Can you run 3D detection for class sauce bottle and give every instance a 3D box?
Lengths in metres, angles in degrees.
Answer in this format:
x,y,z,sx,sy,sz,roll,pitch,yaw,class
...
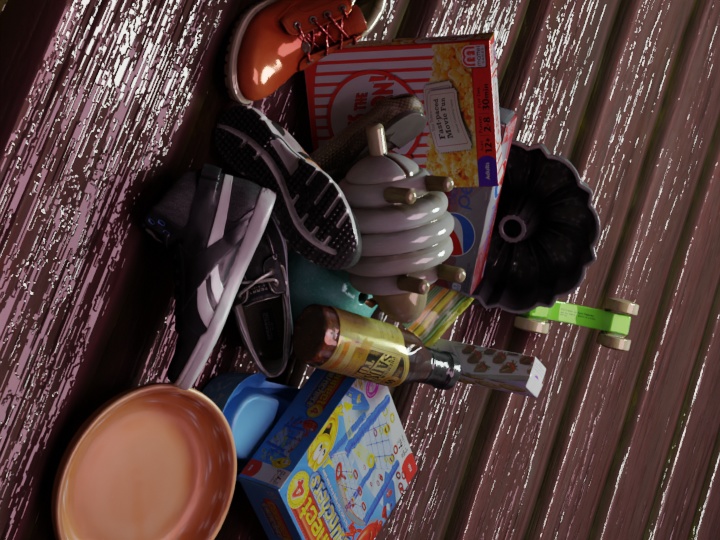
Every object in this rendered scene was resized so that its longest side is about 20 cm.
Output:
x,y,z,sx,sy,sz,roll,pitch,yaw,class
0.022,0.085,1.341,0.198,0.066,0.067,17,87,-35,sauce bottle

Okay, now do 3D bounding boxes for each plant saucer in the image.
x,y,z,sx,sy,sz,roll,pitch,yaw,class
-0.205,0.202,1.220,0.198,0.037,0.204,-13,110,-40,plant saucer

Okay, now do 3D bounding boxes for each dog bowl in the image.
x,y,z,sx,sy,sz,roll,pitch,yaw,class
-0.105,0.167,1.370,0.199,0.049,0.113,26,79,-54,dog bowl

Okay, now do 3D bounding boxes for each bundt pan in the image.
x,y,z,sx,sy,sz,roll,pitch,yaw,class
0.181,-0.058,1.492,0.076,0.199,0.205,-46,138,-66,bundt pan

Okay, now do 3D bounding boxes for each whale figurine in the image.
x,y,z,sx,sy,sz,roll,pitch,yaw,class
0.000,0.000,1.395,0.198,0.103,0.161,-23,120,-32,whale figurine

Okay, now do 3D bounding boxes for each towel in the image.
x,y,z,sx,sy,sz,roll,pitch,yaw,class
0.048,0.005,1.497,0.086,0.018,0.200,-50,124,-4,towel

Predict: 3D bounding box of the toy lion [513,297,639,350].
x,y,z,sx,sy,sz,roll,pitch,yaw,class
0.286,0.058,1.809,0.197,0.192,0.070,11,91,-15,toy lion

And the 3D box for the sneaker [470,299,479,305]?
x,y,z,sx,sy,sz,roll,pitch,yaw,class
0.085,-0.022,1.588,0.199,0.072,0.086,26,44,-46,sneaker

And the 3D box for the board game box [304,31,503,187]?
x,y,z,sx,sy,sz,roll,pitch,yaw,class
0.046,-0.163,1.348,0.046,0.197,0.154,-57,143,-65,board game box

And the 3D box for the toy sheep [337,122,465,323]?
x,y,z,sx,sy,sz,roll,pitch,yaw,class
0.033,-0.046,1.282,0.137,0.136,0.203,-21,110,-50,toy sheep

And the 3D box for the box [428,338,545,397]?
x,y,z,sx,sy,sz,roll,pitch,yaw,class
0.124,0.111,1.548,0.041,0.198,0.039,45,61,-51,box

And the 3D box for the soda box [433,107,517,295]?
x,y,z,sx,sy,sz,roll,pitch,yaw,class
0.116,-0.081,1.424,0.063,0.069,0.203,-43,147,-63,soda box

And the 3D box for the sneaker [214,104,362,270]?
x,y,z,sx,sy,sz,roll,pitch,yaw,class
-0.057,-0.081,1.255,0.074,0.201,0.080,-43,158,15,sneaker

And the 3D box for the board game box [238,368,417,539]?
x,y,z,sx,sy,sz,roll,pitch,yaw,class
-0.029,0.219,1.402,0.197,0.055,0.202,-54,140,-33,board game box

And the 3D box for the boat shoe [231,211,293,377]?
x,y,z,sx,sy,sz,roll,pitch,yaw,class
-0.098,0.013,1.287,0.071,0.071,0.202,-16,117,-2,boat shoe

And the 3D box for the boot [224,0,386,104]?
x,y,z,sx,sy,sz,roll,pitch,yaw,class
-0.052,-0.236,1.275,0.201,0.106,0.076,-54,140,-28,boot

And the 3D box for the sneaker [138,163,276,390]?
x,y,z,sx,sy,sz,roll,pitch,yaw,class
-0.165,-0.001,1.202,0.073,0.111,0.202,-178,-69,-85,sneaker

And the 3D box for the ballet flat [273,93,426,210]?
x,y,z,sx,sy,sz,roll,pitch,yaw,class
-0.020,-0.120,1.324,0.067,0.199,0.047,24,37,-55,ballet flat
